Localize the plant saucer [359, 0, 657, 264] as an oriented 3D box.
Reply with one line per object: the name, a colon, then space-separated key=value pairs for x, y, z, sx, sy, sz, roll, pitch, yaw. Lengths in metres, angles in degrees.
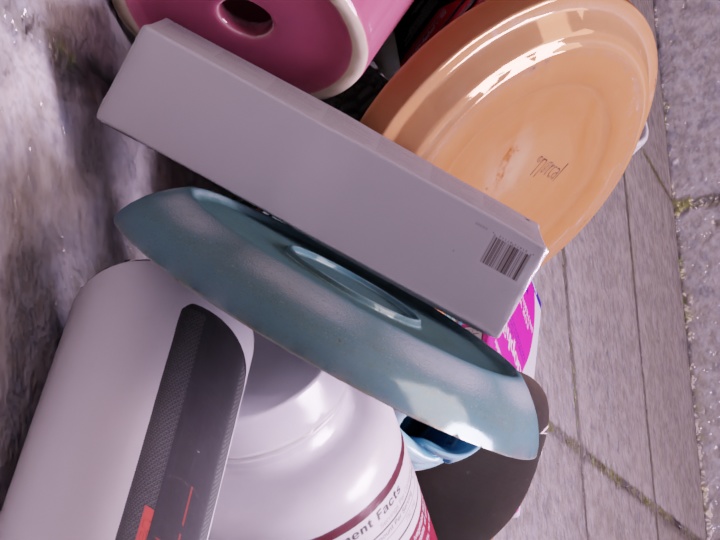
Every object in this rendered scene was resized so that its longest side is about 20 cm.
plant saucer: x=0.071 y=-0.054 z=1.088 sx=0.032 sy=0.200 sz=0.200 roll=47 pitch=-6 yaw=32

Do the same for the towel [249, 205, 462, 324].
towel: x=0.000 y=0.000 z=1.128 sx=0.200 sy=0.022 sz=0.147 roll=-33 pitch=133 yaw=-43

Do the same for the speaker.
speaker: x=-0.095 y=0.089 z=0.833 sx=0.201 sy=0.081 sz=0.082 roll=-78 pitch=156 yaw=-50

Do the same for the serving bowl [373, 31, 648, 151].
serving bowl: x=0.073 y=-0.115 z=1.294 sx=0.200 sy=0.066 sz=0.200 roll=32 pitch=21 yaw=-14

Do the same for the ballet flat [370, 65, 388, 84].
ballet flat: x=-0.018 y=-0.104 z=1.271 sx=0.200 sy=0.070 sz=0.071 roll=33 pitch=51 yaw=-70

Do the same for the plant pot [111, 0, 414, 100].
plant pot: x=-0.031 y=-0.188 z=1.034 sx=0.200 sy=0.199 sz=0.180 roll=63 pitch=39 yaw=-51

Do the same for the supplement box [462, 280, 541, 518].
supplement box: x=0.048 y=0.054 z=1.355 sx=0.201 sy=0.103 sz=0.102 roll=-77 pitch=155 yaw=-49

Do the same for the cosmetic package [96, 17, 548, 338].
cosmetic package: x=-0.015 y=-0.042 z=0.974 sx=0.051 sy=0.199 sz=0.083 roll=-61 pitch=-178 yaw=10

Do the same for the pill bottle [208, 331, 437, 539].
pill bottle: x=-0.026 y=0.115 z=1.018 sx=0.113 sy=0.112 sz=0.201 roll=-78 pitch=156 yaw=-51

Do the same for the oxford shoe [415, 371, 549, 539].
oxford shoe: x=0.044 y=0.142 z=1.245 sx=0.201 sy=0.071 sz=0.071 roll=-60 pitch=173 yaw=8

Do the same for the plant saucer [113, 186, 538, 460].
plant saucer: x=-0.008 y=0.016 z=0.899 sx=0.028 sy=0.200 sz=0.200 roll=-60 pitch=166 yaw=6

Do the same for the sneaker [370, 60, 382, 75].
sneaker: x=0.003 y=-0.219 z=1.394 sx=0.095 sy=0.079 sz=0.201 roll=23 pitch=59 yaw=-60

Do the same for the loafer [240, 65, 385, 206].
loafer: x=-0.026 y=-0.022 z=1.160 sx=0.075 sy=0.069 sz=0.201 roll=-23 pitch=126 yaw=-46

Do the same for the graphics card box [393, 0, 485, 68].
graphics card box: x=0.067 y=-0.175 z=1.148 sx=0.051 sy=0.126 sz=0.200 roll=30 pitch=23 yaw=-21

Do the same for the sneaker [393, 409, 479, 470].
sneaker: x=0.030 y=0.077 z=1.110 sx=0.082 sy=0.074 sz=0.200 roll=40 pitch=-2 yaw=25
